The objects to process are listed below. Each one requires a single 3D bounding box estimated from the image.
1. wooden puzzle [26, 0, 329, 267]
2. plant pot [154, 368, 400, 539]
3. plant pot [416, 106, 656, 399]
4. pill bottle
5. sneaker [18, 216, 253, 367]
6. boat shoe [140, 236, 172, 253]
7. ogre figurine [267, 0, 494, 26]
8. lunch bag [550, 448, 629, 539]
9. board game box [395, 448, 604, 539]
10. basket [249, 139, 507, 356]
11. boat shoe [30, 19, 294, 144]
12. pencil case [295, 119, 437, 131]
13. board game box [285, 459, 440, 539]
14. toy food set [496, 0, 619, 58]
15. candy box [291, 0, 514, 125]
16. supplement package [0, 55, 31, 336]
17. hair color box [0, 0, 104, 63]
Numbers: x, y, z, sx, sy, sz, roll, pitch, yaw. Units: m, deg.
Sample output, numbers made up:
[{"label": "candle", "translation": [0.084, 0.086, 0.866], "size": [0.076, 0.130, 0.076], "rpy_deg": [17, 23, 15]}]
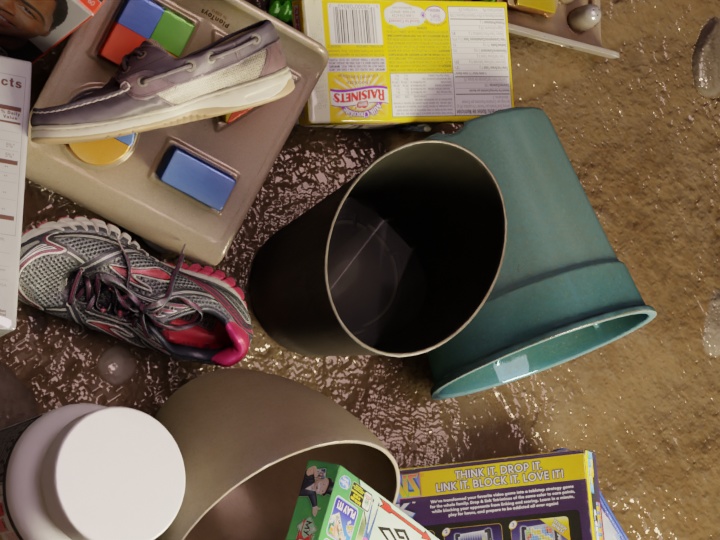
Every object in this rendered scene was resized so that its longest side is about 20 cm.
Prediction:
[{"label": "wooden puzzle", "translation": [-0.144, -0.121, 1.435], "size": [0.185, 0.046, 0.201], "rpy_deg": [27, 98, -17]}, {"label": "plant pot", "translation": [-0.088, 0.153, 1.424], "size": [0.199, 0.201, 0.135], "rpy_deg": [-11, 47, -32]}, {"label": "plant pot", "translation": [0.121, -0.019, 1.578], "size": [0.199, 0.200, 0.197], "rpy_deg": [-12, 78, -32]}, {"label": "pill bottle", "translation": [-0.207, 0.156, 1.325], "size": [0.115, 0.200, 0.117], "rpy_deg": [7, 75, -29]}, {"label": "sneaker", "translation": [-0.173, 0.018, 1.431], "size": [0.199, 0.075, 0.081], "rpy_deg": [14, 112, -19]}, {"label": "boat shoe", "translation": [-0.143, -0.119, 1.492], "size": [0.070, 0.091, 0.202], "rpy_deg": [4, 77, -30]}, {"label": "ogre figurine", "translation": [0.016, -0.272, 1.615], "size": [0.199, 0.098, 0.121], "rpy_deg": [-12, 76, 12]}, {"label": "lunch bag", "translation": [0.165, 0.254, 1.602], "size": [0.160, 0.075, 0.201], "rpy_deg": [-33, 98, -34]}, {"label": "board game box", "translation": [0.096, 0.235, 1.501], "size": [0.057, 0.199, 0.166], "rpy_deg": [29, 55, -70]}, {"label": "basket", "translation": [0.000, 0.000, 1.481], "size": [0.136, 0.200, 0.181], "rpy_deg": [42, 65, -13]}, {"label": "boat shoe", "translation": [-0.148, -0.137, 1.377], "size": [0.199, 0.072, 0.065], "rpy_deg": [-14, 99, -14]}, {"label": "pencil case", "translation": [-0.017, -0.164, 1.585], "size": [0.199, 0.078, 0.090], "rpy_deg": [1, 105, -30]}, {"label": "board game box", "translation": [-0.003, 0.235, 1.384], "size": [0.200, 0.029, 0.135], "rpy_deg": [43, 57, -55]}, {"label": "toy food set", "translation": [0.180, -0.303, 1.746], "size": [0.143, 0.060, 0.201], "rpy_deg": [9, 74, -29]}, {"label": "candy box", "translation": [0.038, -0.172, 1.557], "size": [0.199, 0.026, 0.103], "rpy_deg": [-3, 91, -30]}, {"label": "supplement package", "translation": [-0.313, -0.051, 1.359], "size": [0.117, 0.117, 0.201], "rpy_deg": [8, 74, -27]}, {"label": "hair color box", "translation": [-0.255, -0.209, 1.382], "size": [0.101, 0.200, 0.061], "rpy_deg": [42, 61, -16]}]
